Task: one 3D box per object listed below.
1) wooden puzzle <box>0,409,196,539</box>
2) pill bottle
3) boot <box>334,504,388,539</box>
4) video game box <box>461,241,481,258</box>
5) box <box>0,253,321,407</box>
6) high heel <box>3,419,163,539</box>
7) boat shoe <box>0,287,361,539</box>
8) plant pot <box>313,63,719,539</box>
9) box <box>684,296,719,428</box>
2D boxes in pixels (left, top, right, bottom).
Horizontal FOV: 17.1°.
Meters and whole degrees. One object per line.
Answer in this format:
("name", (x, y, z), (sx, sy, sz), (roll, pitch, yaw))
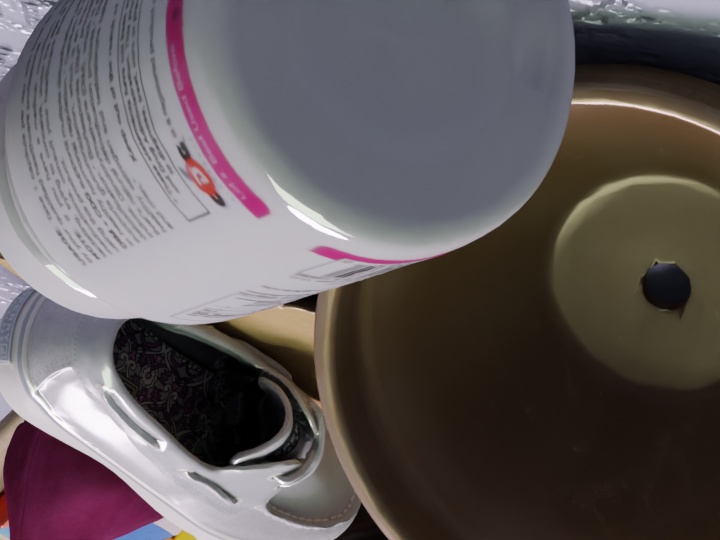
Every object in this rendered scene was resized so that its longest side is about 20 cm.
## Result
("wooden puzzle", (-0.090, 0.098, 1.137), (0.200, 0.037, 0.185), (-40, 136, 11))
("pill bottle", (-0.036, -0.046, 0.694), (0.113, 0.114, 0.200), (19, 163, -25))
("boot", (-0.009, 0.159, 1.211), (0.064, 0.187, 0.200), (45, -141, 20))
("video game box", (0.000, 0.000, 0.957), (0.181, 0.047, 0.200), (2, 162, 25))
("box", (-0.034, 0.029, 0.955), (0.163, 0.021, 0.200), (9, 166, 21))
("high heel", (-0.087, 0.098, 1.031), (0.067, 0.097, 0.200), (7, 163, 34))
("boat shoe", (-0.051, 0.058, 0.920), (0.068, 0.072, 0.200), (4, 152, 41))
("plant pot", (0.091, 0.021, 0.794), (0.200, 0.202, 0.093), (7, -156, 18))
("box", (0.157, 0.110, 0.943), (0.124, 0.149, 0.200), (1, 157, -17))
